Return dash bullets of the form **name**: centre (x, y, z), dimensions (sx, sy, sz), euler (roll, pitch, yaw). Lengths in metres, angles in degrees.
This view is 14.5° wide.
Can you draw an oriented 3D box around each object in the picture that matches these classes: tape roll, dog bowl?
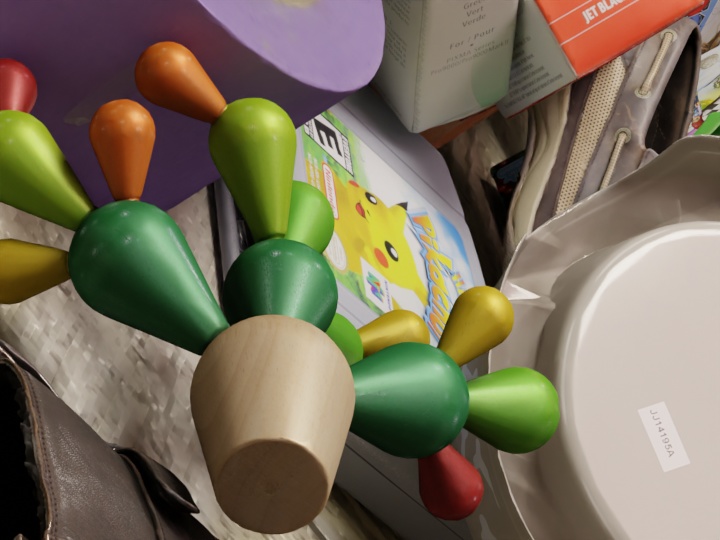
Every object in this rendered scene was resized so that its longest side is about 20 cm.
- **tape roll**: centre (-0.083, -0.124, 0.924), dimensions (0.200, 0.085, 0.200), euler (46, 26, -30)
- **dog bowl**: centre (0.120, 0.057, 0.946), dimensions (0.200, 0.059, 0.200), euler (10, 65, -21)

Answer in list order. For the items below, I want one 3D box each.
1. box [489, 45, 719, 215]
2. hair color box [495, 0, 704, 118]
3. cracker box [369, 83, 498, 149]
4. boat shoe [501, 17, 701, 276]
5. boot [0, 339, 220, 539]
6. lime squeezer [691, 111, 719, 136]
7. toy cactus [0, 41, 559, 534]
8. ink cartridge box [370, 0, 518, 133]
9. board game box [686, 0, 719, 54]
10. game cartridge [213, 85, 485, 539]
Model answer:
- **box**: centre (0.163, -0.027, 1.171), dimensions (0.039, 0.200, 0.137), euler (39, 29, -52)
- **hair color box**: centre (0.043, -0.165, 1.076), dimensions (0.200, 0.064, 0.111), euler (59, -12, -2)
- **cracker box**: centre (0.035, -0.138, 1.234), dimensions (0.134, 0.058, 0.200), euler (57, 22, -5)
- **boat shoe**: centre (0.103, -0.022, 1.132), dimensions (0.074, 0.073, 0.200), euler (44, 47, -61)
- **boot**: centre (-0.040, 0.123, 0.731), dimensions (0.174, 0.069, 0.200), euler (39, 19, -40)
- **lime squeezer**: centre (0.075, 0.025, 1.015), dimensions (0.200, 0.071, 0.038), euler (-63, 143, -31)
- **toy cactus**: centre (-0.033, 0.022, 0.813), dimensions (0.200, 0.102, 0.165), euler (38, 21, -19)
- **ink cartridge box**: centre (-0.001, -0.168, 1.017), dimensions (0.161, 0.050, 0.200), euler (53, -24, 28)
- **board game box**: centre (0.176, -0.120, 1.296), dimensions (0.034, 0.135, 0.200), euler (40, 27, 27)
- **game cartridge**: centre (0.000, 0.000, 1.010), dimensions (0.133, 0.040, 0.200), euler (45, 25, -40)
